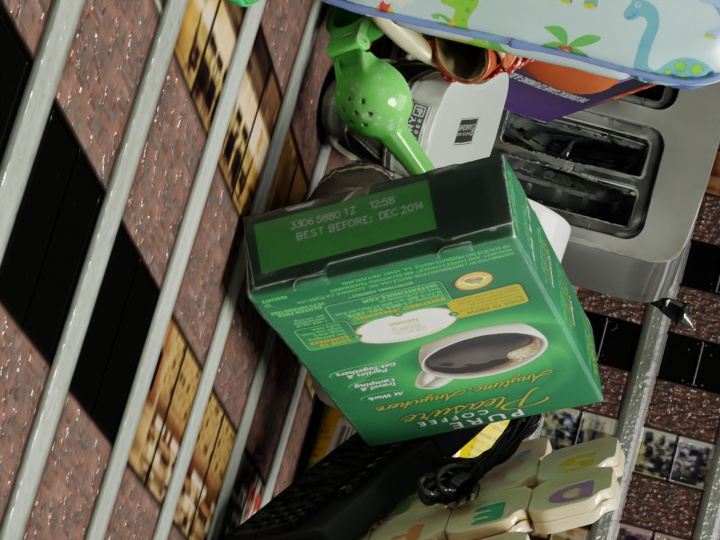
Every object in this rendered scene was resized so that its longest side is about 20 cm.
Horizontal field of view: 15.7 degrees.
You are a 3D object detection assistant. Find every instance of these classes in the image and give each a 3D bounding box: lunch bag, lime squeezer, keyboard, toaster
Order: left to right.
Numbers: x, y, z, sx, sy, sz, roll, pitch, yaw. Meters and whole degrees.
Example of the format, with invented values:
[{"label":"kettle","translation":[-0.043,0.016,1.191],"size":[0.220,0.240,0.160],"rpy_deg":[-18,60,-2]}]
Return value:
[{"label":"lime squeezer","translation":[0.016,-0.102,1.183],"size":[0.038,0.070,0.201],"rpy_deg":[-29,-111,55]},{"label":"keyboard","translation":[0.025,0.090,1.273],"size":[0.200,0.127,0.021],"rpy_deg":[-37,114,-53]},{"label":"lunch bag","translation":[0.078,-0.165,1.036],"size":[0.082,0.199,0.162],"rpy_deg":[-33,136,-79]},{"label":"toaster","translation":[0.137,-0.084,1.595],"size":[0.119,0.199,0.182],"rpy_deg":[86,19,-78]}]

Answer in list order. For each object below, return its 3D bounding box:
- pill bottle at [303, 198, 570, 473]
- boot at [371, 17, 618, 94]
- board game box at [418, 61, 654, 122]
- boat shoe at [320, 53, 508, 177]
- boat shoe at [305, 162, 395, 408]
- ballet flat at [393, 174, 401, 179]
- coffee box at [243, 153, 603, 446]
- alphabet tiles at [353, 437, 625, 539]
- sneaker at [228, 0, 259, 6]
[{"label":"pill bottle","translation":[0.048,0.055,1.467],"size":[0.111,0.111,0.201],"rpy_deg":[67,43,-77]},{"label":"boot","translation":[0.063,-0.116,1.191],"size":[0.200,0.075,0.108],"rpy_deg":[35,47,-44]},{"label":"board game box","translation":[0.134,-0.140,1.416],"size":[0.200,0.165,0.057],"rpy_deg":[8,65,-65]},{"label":"boat shoe","translation":[0.029,-0.079,1.314],"size":[0.200,0.063,0.071],"rpy_deg":[5,104,-77]},{"label":"boat shoe","translation":[0.000,0.000,1.258],"size":[0.200,0.071,0.060],"rpy_deg":[82,8,-61]},{"label":"ballet flat","translation":[0.022,-0.041,1.410],"size":[0.065,0.070,0.200],"rpy_deg":[61,32,-36]},{"label":"coffee box","translation":[0.032,0.019,1.175],"size":[0.200,0.122,0.044],"rpy_deg":[53,27,-61]},{"label":"alphabet tiles","translation":[0.027,0.119,1.230],"size":[0.196,0.199,0.015],"rpy_deg":[-58,131,-74]},{"label":"sneaker","translation":[-0.026,-0.143,0.888],"size":[0.084,0.074,0.200],"rpy_deg":[-52,-176,21]}]
